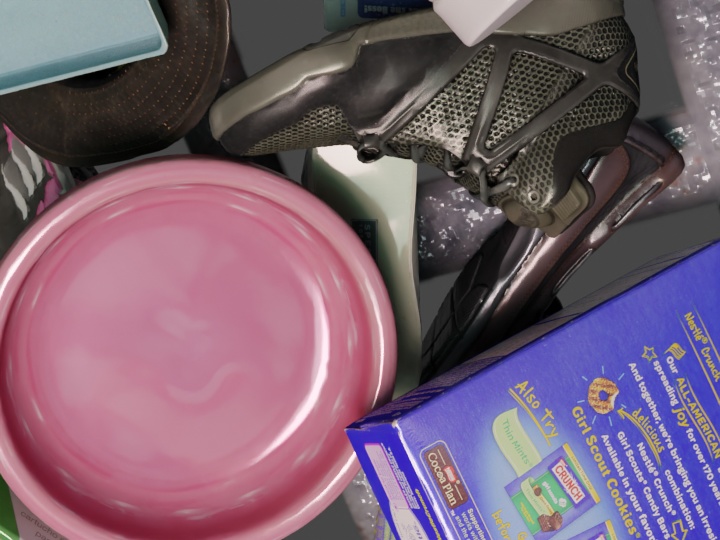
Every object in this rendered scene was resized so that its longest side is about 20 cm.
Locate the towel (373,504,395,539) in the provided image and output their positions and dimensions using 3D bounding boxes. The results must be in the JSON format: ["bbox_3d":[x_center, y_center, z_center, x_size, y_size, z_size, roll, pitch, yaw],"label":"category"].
[{"bbox_3d":[0.076,0.165,1.096,0.144,0.023,0.200,7,118,7],"label":"towel"}]

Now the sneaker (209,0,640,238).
[{"bbox_3d":[0.035,-0.062,0.892,0.199,0.076,0.114,-14,86,-6],"label":"sneaker"}]

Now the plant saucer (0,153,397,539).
[{"bbox_3d":[-0.084,0.040,0.928,0.200,0.051,0.201,-4,106,-12],"label":"plant saucer"}]

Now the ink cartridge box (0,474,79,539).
[{"bbox_3d":[-0.172,0.108,1.008,0.147,0.200,0.083,35,115,-10],"label":"ink cartridge box"}]

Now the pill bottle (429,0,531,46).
[{"bbox_3d":[0.013,-0.197,0.824,0.111,0.111,0.200,-40,90,25],"label":"pill bottle"}]

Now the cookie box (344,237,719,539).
[{"bbox_3d":[0.120,0.103,0.930,0.200,0.075,0.171,-27,94,-21],"label":"cookie box"}]

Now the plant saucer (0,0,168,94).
[{"bbox_3d":[-0.176,-0.116,0.906,0.200,0.019,0.070,-9,113,33],"label":"plant saucer"}]

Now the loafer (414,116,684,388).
[{"bbox_3d":[0.090,0.006,0.984,0.063,0.072,0.200,26,116,-9],"label":"loafer"}]

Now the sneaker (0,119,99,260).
[{"bbox_3d":[-0.138,-0.006,1.016,0.080,0.086,0.200,-23,92,37],"label":"sneaker"}]

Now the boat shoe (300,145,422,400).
[{"bbox_3d":[-0.001,-0.001,0.994,0.070,0.072,0.201,4,111,-1],"label":"boat shoe"}]

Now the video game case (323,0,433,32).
[{"bbox_3d":[0.054,-0.203,0.907,0.143,0.018,0.200,5,118,7],"label":"video game case"}]

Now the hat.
[{"bbox_3d":[-0.132,-0.153,0.923,0.201,0.081,0.201,14,124,22],"label":"hat"}]
